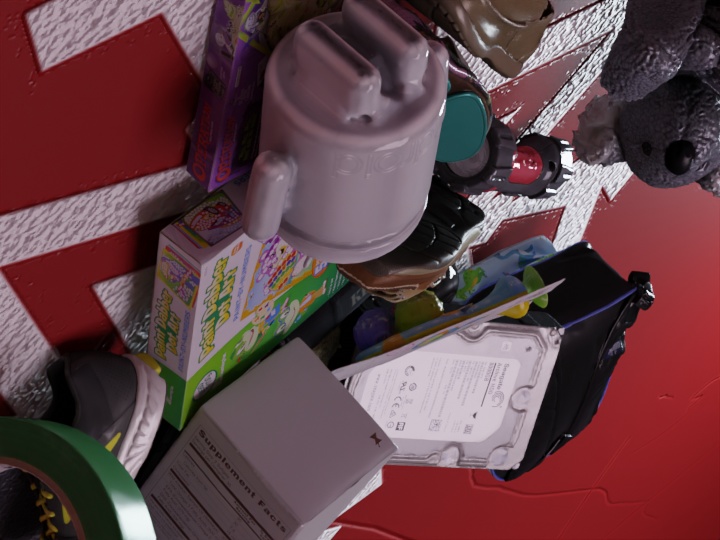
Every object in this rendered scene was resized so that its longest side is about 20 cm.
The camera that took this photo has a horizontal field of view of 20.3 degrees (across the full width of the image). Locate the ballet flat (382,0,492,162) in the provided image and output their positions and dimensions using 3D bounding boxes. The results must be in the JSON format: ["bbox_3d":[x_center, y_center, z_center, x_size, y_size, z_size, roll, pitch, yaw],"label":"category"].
[{"bbox_3d":[0.045,-0.139,1.400,0.069,0.072,0.200,-18,160,13],"label":"ballet flat"}]

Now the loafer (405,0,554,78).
[{"bbox_3d":[0.084,-0.188,1.391,0.068,0.076,0.200,-51,166,7],"label":"loafer"}]

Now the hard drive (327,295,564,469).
[{"bbox_3d":[0.064,0.096,1.674,0.199,0.038,0.140,6,111,-31],"label":"hard drive"}]

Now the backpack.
[{"bbox_3d":[0.152,0.078,1.864,0.182,0.147,0.201,-26,142,-31],"label":"backpack"}]

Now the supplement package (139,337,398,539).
[{"bbox_3d":[-0.083,0.166,1.518,0.117,0.117,0.200,-34,168,-42],"label":"supplement package"}]

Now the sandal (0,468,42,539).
[{"bbox_3d":[-0.232,0.176,1.456,0.076,0.043,0.200,-41,140,-6],"label":"sandal"}]

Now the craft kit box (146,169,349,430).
[{"bbox_3d":[-0.069,-0.009,1.425,0.197,0.048,0.200,-39,158,-31],"label":"craft kit box"}]

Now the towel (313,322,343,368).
[{"bbox_3d":[-0.052,0.115,1.714,0.148,0.036,0.200,-40,158,-15],"label":"towel"}]

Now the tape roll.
[{"bbox_3d":[-0.228,0.196,1.308,0.201,0.200,0.048,-50,158,10],"label":"tape roll"}]

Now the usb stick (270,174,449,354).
[{"bbox_3d":[0.000,0.000,1.587,0.200,0.033,0.056,-43,145,-23],"label":"usb stick"}]

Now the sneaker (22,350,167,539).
[{"bbox_3d":[-0.203,0.147,1.388,0.084,0.074,0.201,18,85,-34],"label":"sneaker"}]

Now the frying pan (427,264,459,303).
[{"bbox_3d":[0.054,0.020,1.717,0.115,0.031,0.190,-40,170,-26],"label":"frying pan"}]

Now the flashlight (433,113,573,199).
[{"bbox_3d":[0.121,-0.093,1.633,0.200,0.067,0.068,-2,99,-63],"label":"flashlight"}]

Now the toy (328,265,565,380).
[{"bbox_3d":[0.051,0.037,1.570,0.199,0.047,0.115,-17,172,-16],"label":"toy"}]

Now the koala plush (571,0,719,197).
[{"bbox_3d":[0.270,-0.148,1.644,0.184,0.176,0.201,-85,-175,-47],"label":"koala plush"}]

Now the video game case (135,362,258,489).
[{"bbox_3d":[-0.173,0.137,1.549,0.181,0.023,0.200,-16,144,-53],"label":"video game case"}]

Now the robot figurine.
[{"bbox_3d":[-0.008,-0.082,1.268,0.169,0.113,0.200,-32,153,-25],"label":"robot figurine"}]

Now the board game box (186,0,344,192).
[{"bbox_3d":[-0.047,-0.147,1.273,0.120,0.032,0.201,-35,156,-36],"label":"board game box"}]

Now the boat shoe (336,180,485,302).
[{"bbox_3d":[0.034,-0.009,1.501,0.074,0.076,0.200,-59,165,22],"label":"boat shoe"}]
